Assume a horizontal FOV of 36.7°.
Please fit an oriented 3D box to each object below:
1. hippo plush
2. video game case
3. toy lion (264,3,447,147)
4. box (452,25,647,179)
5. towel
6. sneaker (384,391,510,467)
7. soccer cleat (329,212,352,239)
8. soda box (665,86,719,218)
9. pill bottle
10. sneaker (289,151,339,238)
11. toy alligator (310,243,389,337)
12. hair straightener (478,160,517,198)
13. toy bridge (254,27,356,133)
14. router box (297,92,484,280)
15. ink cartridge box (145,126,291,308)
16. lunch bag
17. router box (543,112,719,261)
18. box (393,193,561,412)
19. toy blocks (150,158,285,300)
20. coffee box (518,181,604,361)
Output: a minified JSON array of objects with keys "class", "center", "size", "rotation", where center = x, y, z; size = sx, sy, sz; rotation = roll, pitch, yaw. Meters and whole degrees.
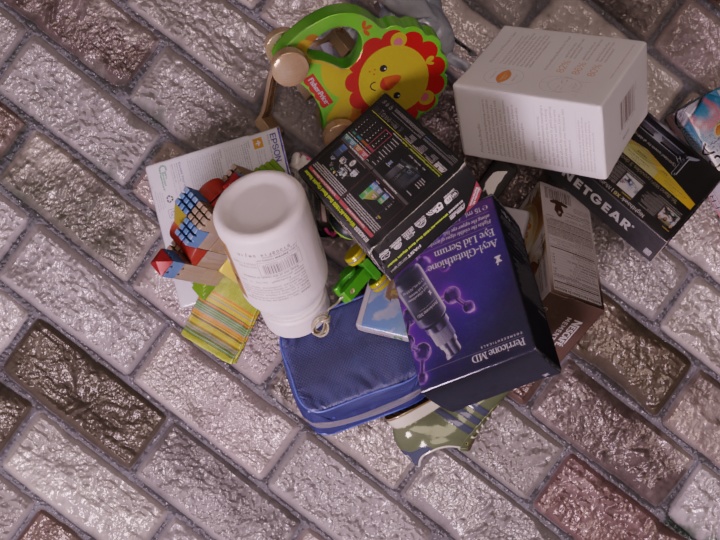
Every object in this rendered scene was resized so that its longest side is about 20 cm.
[{"class":"hippo plush","center":[0.036,-0.313,1.447],"size":[0.160,0.160,0.200],"rotation":[-35,118,20]},{"class":"video game case","center":[0.105,0.000,1.374],"size":[0.179,0.022,0.203],"rotation":[12,70,14]},{"class":"toy lion","center":[0.007,-0.251,1.345],"size":[0.190,0.069,0.200],"rotation":[-31,132,11]},{"class":"box","center":[0.240,-0.214,1.357],"size":[0.198,0.107,0.153],"rotation":[15,47,31]},{"class":"towel","center":[-0.161,0.015,1.425],"size":[0.085,0.018,0.202],"rotation":[26,96,9]},{"class":"sneaker","center":[0.138,0.197,1.464],"size":[0.197,0.067,0.091],"rotation":[-23,99,-2]},{"class":"soccer cleat","center":[0.017,-0.121,1.399],"size":[0.067,0.081,0.201],"rotation":[29,48,1]},{"class":"soda box","center":[0.496,-0.140,1.467],"size":[0.063,0.068,0.202],"rotation":[-29,89,-7]},{"class":"pill bottle","center":[-0.100,-0.013,1.321],"size":[0.112,0.201,0.116],"rotation":[-7,49,8]},{"class":"sneaker","center":[-0.035,-0.067,1.458],"size":[0.199,0.074,0.088],"rotation":[39,88,5]},{"class":"toy alligator","center":[0.000,0.000,1.355],"size":[0.200,0.054,0.059],"rotation":[-47,112,-8]},{"class":"hair straightener","center":[0.141,-0.072,1.457],"size":[0.041,0.077,0.200],"rotation":[41,89,-2]},{"class":"toy bridge","center":[-0.081,-0.256,1.424],"size":[0.067,0.027,0.200],"rotation":[50,128,4]},{"class":"router box","center":[0.033,-0.103,1.287],"size":[0.149,0.200,0.062],"rotation":[-40,134,0]},{"class":"ink cartridge box","center":[-0.172,-0.069,1.454],"size":[0.197,0.043,0.200],"rotation":[-14,89,10]},{"class":"lunch bag","center":[0.001,0.121,1.425],"size":[0.197,0.133,0.138],"rotation":[-18,67,-2]},{"class":"router box","center":[0.355,-0.133,1.424],"size":[0.200,0.052,0.157],"rotation":[43,60,11]},{"class":"box","center":[0.130,0.041,1.263],"size":[0.146,0.104,0.203],"rotation":[-23,63,18]},{"class":"toy blocks","center":[-0.186,-0.059,1.355],"size":[0.100,0.136,0.201],"rotation":[45,103,22]},{"class":"coffee box","center":[0.239,0.001,1.383],"size":[0.079,0.115,0.202],"rotation":[18,44,-14]}]
